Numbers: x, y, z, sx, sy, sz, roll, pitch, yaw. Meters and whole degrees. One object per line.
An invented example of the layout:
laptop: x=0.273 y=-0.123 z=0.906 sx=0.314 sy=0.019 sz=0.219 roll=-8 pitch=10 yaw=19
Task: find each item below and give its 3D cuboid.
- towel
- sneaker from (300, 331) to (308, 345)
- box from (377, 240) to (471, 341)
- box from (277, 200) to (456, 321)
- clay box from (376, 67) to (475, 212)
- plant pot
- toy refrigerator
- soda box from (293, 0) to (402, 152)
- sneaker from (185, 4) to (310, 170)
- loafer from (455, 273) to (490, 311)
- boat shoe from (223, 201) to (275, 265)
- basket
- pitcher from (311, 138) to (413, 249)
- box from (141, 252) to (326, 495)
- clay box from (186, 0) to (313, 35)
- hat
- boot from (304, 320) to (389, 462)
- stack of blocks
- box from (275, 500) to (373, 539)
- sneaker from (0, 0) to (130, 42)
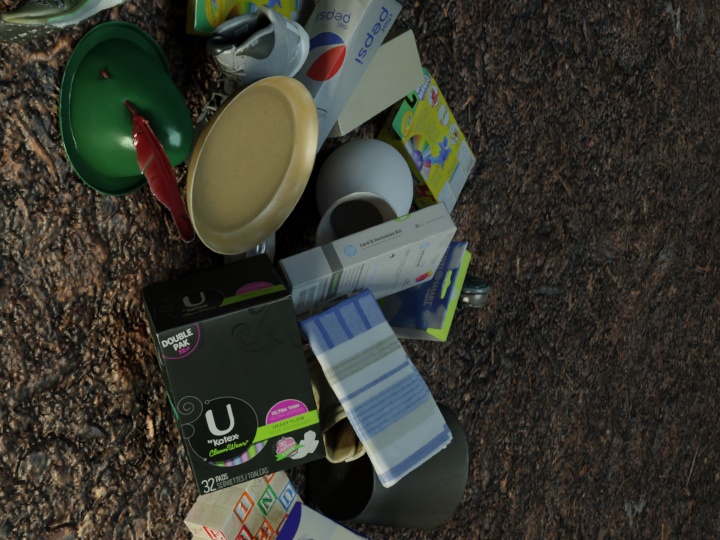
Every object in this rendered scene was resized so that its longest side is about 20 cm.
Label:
towel: x=0.018 y=0.125 z=1.355 sx=0.147 sy=0.024 sz=0.201 roll=-25 pitch=85 yaw=-56
sneaker: x=-0.067 y=0.055 z=1.509 sx=0.200 sy=0.090 sz=0.075 roll=-49 pitch=133 yaw=-40
box: x=0.055 y=0.022 z=1.584 sx=0.048 sy=0.199 sz=0.123 roll=31 pitch=70 yaw=-42
box: x=0.000 y=0.000 z=1.410 sx=0.199 sy=0.156 sz=0.041 roll=-20 pitch=72 yaw=-14
clay box: x=0.089 y=-0.177 z=1.737 sx=0.200 sy=0.047 sz=0.115 roll=55 pitch=52 yaw=-43
plant pot: x=-0.118 y=-0.114 z=1.325 sx=0.200 sy=0.027 sz=0.201 roll=-39 pitch=143 yaw=-38
toy refrigerator: x=-0.004 y=-0.236 z=1.572 sx=0.200 sy=0.070 sz=0.076 roll=-40 pitch=120 yaw=-47
soda box: x=-0.037 y=-0.239 z=1.428 sx=0.201 sy=0.063 sz=0.068 roll=-59 pitch=153 yaw=6
sneaker: x=-0.144 y=-0.197 z=1.321 sx=0.201 sy=0.075 sz=0.115 roll=-57 pitch=152 yaw=1
loafer: x=0.093 y=0.028 z=1.647 sx=0.072 sy=0.199 sz=0.063 roll=-7 pitch=106 yaw=-40
boat shoe: x=-0.133 y=-0.064 z=1.414 sx=0.068 sy=0.072 sz=0.201 roll=15 pitch=87 yaw=-41
basket: x=0.034 y=0.267 z=1.667 sx=0.199 sy=0.135 sz=0.182 roll=6 pitch=96 yaw=-53
pitcher: x=-0.016 y=-0.068 z=1.528 sx=0.121 sy=0.171 sz=0.200 roll=42 pitch=23 yaw=-15
box: x=-0.135 y=0.109 z=1.337 sx=0.148 sy=0.124 sz=0.201 roll=-16 pitch=115 yaw=-11
clay box: x=-0.126 y=-0.313 z=1.379 sx=0.199 sy=0.047 sz=0.116 roll=-7 pitch=104 yaw=-55
hat: x=-0.179 y=-0.143 z=1.228 sx=0.165 sy=0.175 sz=0.202 roll=-12 pitch=106 yaw=-54
boot: x=-0.034 y=0.159 z=1.457 sx=0.072 sy=0.200 sz=0.155 roll=23 pitch=44 yaw=-21
stack of blocks: x=-0.154 y=0.318 z=1.457 sx=0.201 sy=0.058 sz=0.115 roll=-58 pitch=139 yaw=-32
box: x=-0.069 y=0.393 z=1.473 sx=0.185 sy=0.104 sz=0.200 roll=-61 pitch=168 yaw=-19
sneaker: x=-0.280 y=-0.273 z=1.166 sx=0.200 sy=0.077 sz=0.089 roll=-44 pitch=117 yaw=-50
